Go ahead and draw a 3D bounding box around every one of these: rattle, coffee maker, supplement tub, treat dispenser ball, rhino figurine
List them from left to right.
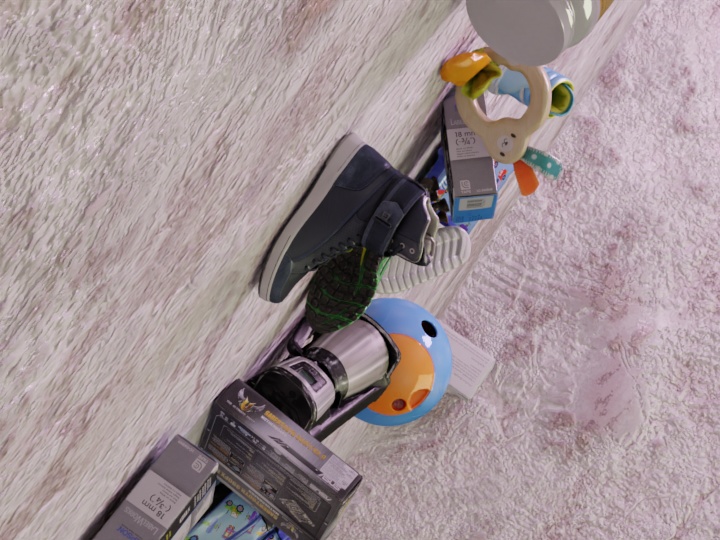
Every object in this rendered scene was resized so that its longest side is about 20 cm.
[{"bbox_3d":[-0.058,0.172,1.841,0.200,0.135,0.192,-32,136,-46],"label":"coffee maker"},{"bbox_3d":[0.043,0.143,2.157,0.201,0.201,0.201,-54,172,-12],"label":"treat dispenser ball"},{"bbox_3d":[0.074,-0.088,1.897,0.087,0.060,0.200,-25,169,-1],"label":"rhino figurine"},{"bbox_3d":[0.180,-0.180,1.721,0.143,0.130,0.200,-61,141,-78],"label":"rattle"},{"bbox_3d":[0.217,-0.332,1.510,0.200,0.144,0.144,-51,171,-29],"label":"supplement tub"}]

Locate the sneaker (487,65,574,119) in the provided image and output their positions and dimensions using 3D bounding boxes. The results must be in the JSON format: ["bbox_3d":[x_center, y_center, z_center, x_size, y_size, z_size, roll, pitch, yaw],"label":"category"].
[{"bbox_3d":[0.255,-0.267,2.023,0.080,0.130,0.200,-59,172,12],"label":"sneaker"}]

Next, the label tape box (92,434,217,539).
[{"bbox_3d":[-0.245,0.299,1.545,0.200,0.063,0.144,-52,170,-27],"label":"label tape box"}]

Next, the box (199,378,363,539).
[{"bbox_3d":[-0.105,0.246,1.715,0.048,0.200,0.158,-45,167,-36],"label":"box"}]

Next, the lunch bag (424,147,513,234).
[{"bbox_3d":[0.145,-0.153,2.071,0.151,0.094,0.200,-55,159,-1],"label":"lunch bag"}]

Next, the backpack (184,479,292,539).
[{"bbox_3d":[-0.179,0.346,1.835,0.200,0.135,0.183,-40,-176,-41],"label":"backpack"}]

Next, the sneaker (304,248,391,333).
[{"bbox_3d":[0.000,0.000,1.789,0.200,0.078,0.085,-54,174,-11],"label":"sneaker"}]

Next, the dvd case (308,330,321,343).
[{"bbox_3d":[0.007,0.016,1.991,0.149,0.016,0.200,-43,-177,42],"label":"dvd case"}]

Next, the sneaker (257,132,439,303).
[{"bbox_3d":[-0.007,-0.021,1.445,0.202,0.146,0.077,-56,173,13],"label":"sneaker"}]

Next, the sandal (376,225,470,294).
[{"bbox_3d":[0.061,-0.015,1.906,0.202,0.083,0.050,-9,-171,-28],"label":"sandal"}]

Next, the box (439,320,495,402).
[{"bbox_3d":[0.247,0.245,3.710,0.131,0.199,0.200,-54,172,-5],"label":"box"}]

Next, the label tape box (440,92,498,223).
[{"bbox_3d":[0.143,-0.179,1.874,0.144,0.063,0.200,79,5,-78],"label":"label tape box"}]
